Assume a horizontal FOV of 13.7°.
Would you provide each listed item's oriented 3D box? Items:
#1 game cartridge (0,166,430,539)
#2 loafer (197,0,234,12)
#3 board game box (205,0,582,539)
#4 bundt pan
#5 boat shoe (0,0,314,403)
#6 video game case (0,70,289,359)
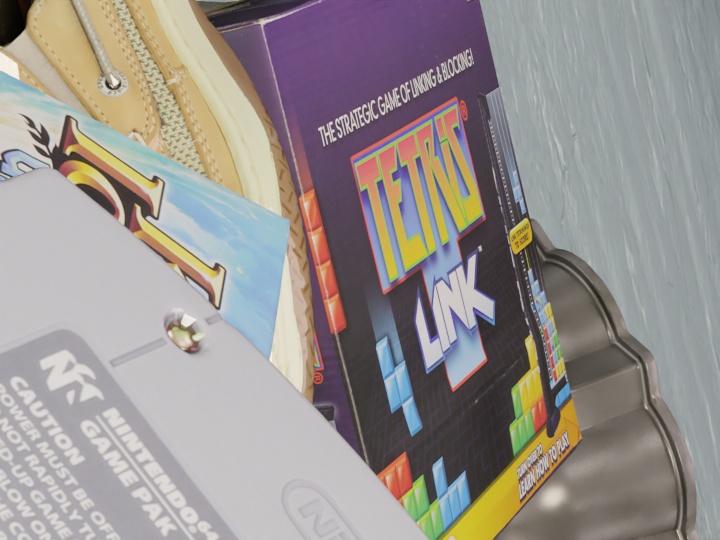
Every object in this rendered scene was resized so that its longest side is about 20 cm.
[{"bbox_3d":[-0.030,0.077,0.488,0.133,0.040,0.200,-24,72,-48],"label":"game cartridge"},{"bbox_3d":[-0.034,-0.068,1.123,0.200,0.072,0.063,-13,110,-71],"label":"loafer"},{"bbox_3d":[0.000,0.000,0.858,0.200,0.056,0.166,-36,115,-69],"label":"board game box"},{"bbox_3d":[0.040,0.083,1.127,0.202,0.076,0.203,37,-46,49],"label":"bundt pan"},{"bbox_3d":[-0.071,-0.038,0.681,0.076,0.072,0.201,-3,68,-43],"label":"boat shoe"},{"bbox_3d":[-0.107,0.026,0.537,0.181,0.045,0.200,28,38,-18],"label":"video game case"}]
